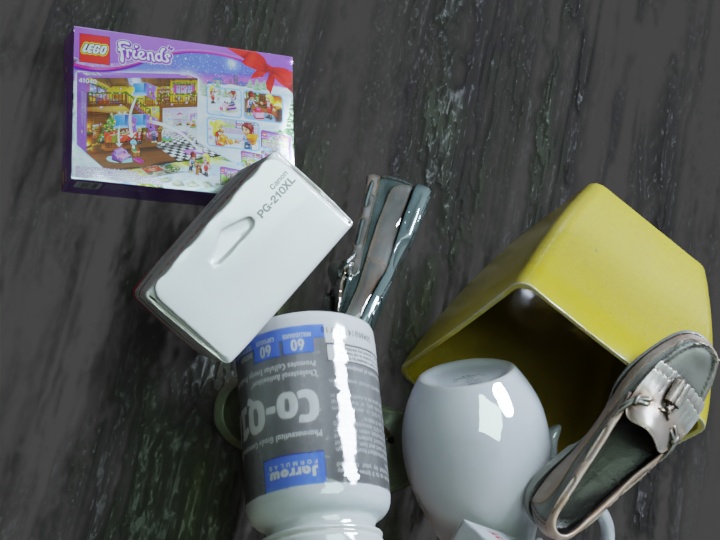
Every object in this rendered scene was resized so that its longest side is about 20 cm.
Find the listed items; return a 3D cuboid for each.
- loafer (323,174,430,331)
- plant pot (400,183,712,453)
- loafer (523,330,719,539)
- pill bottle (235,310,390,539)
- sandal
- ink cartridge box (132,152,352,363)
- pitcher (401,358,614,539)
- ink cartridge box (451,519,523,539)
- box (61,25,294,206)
[{"bbox_3d":[0.000,0.000,1.413,0.063,0.072,0.200,23,58,5],"label":"loafer"},{"bbox_3d":[0.191,0.047,1.415,0.200,0.200,0.177,38,52,-9],"label":"plant pot"},{"bbox_3d":[0.211,0.134,1.263,0.072,0.063,0.200,42,93,-12],"label":"loafer"},{"bbox_3d":[-0.036,0.143,1.261,0.113,0.114,0.201,4,65,-23],"label":"pill bottle"},{"bbox_3d":[-0.026,0.138,1.354,0.200,0.057,0.080,15,69,-22],"label":"sandal"},{"bbox_3d":[-0.098,-0.008,1.266,0.084,0.200,0.145,42,82,-8],"label":"ink cartridge box"},{"bbox_3d":[0.124,0.174,1.348,0.171,0.121,0.201,-12,103,-16],"label":"pitcher"},{"bbox_3d":[0.168,0.282,1.262,0.200,0.146,0.085,23,96,-30],"label":"ink cartridge box"},{"bbox_3d":[-0.154,-0.127,1.387,0.199,0.039,0.137,5,73,-23],"label":"box"}]
